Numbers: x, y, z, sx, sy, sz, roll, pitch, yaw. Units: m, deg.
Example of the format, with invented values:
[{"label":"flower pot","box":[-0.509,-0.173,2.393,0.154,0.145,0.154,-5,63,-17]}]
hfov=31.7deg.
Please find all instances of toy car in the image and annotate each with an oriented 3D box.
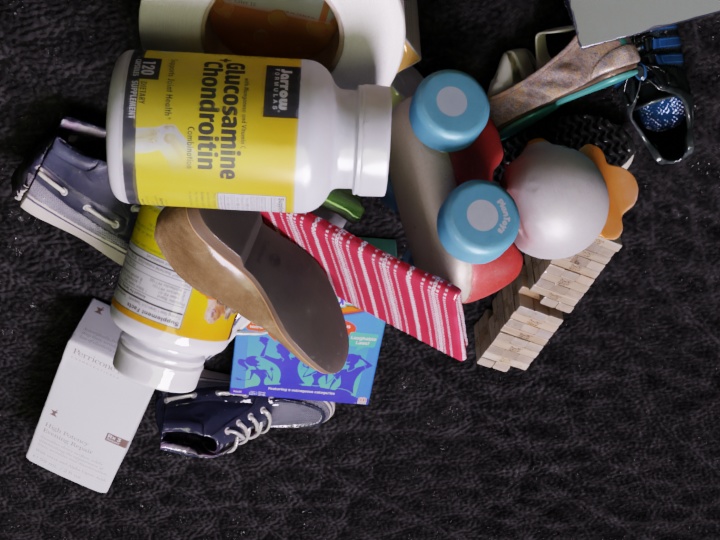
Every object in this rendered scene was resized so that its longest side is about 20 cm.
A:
[{"label":"toy car","box":[0.132,-0.071,1.057,0.199,0.178,0.184,-10,166,-14]}]

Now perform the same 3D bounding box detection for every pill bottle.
[{"label":"pill bottle","box":[-0.151,-0.001,1.102,0.109,0.109,0.201,16,99,-16]},{"label":"pill bottle","box":[-0.079,-0.100,0.924,0.198,0.112,0.112,3,133,-3]}]

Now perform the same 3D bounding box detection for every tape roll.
[{"label":"tape roll","box":[-0.065,-0.184,0.948,0.201,0.037,0.204,0,133,-1]}]

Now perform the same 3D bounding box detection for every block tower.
[{"label":"block tower","box":[0.183,0.017,1.264,0.054,0.058,0.200,17,132,-17]}]

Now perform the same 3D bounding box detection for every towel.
[{"label":"towel","box":[0.000,0.000,1.042,0.199,0.023,0.145,27,163,18]},{"label":"towel","box":[-0.091,-0.095,1.065,0.199,0.149,0.031,27,100,-6]}]

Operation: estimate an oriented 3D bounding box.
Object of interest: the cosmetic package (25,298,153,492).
[{"label":"cosmetic package","box":[-0.275,0.135,1.332,0.101,0.074,0.201,24,130,-5]}]

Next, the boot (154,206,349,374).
[{"label":"boot","box":[-0.086,0.012,1.035,0.075,0.074,0.200,-22,119,38]}]

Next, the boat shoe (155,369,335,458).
[{"label":"boat shoe","box":[-0.126,0.163,1.360,0.199,0.093,0.075,6,133,-7]}]

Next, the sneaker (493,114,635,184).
[{"label":"sneaker","box":[0.155,-0.080,1.174,0.199,0.071,0.093,-22,164,4]}]

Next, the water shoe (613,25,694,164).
[{"label":"water shoe","box":[0.243,-0.177,1.068,0.071,0.079,0.200,-23,129,18]}]

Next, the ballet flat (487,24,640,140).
[{"label":"ballet flat","box":[0.157,-0.166,1.078,0.200,0.068,0.068,-23,90,52]}]

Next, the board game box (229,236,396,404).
[{"label":"board game box","box":[-0.052,0.050,1.291,0.151,0.045,0.201,5,131,-6]}]

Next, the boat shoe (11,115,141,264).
[{"label":"boat shoe","box":[-0.210,-0.063,1.149,0.199,0.075,0.093,24,135,-21]}]

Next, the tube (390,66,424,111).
[{"label":"tube","box":[-0.016,-0.111,1.148,0.052,0.058,0.200,-18,158,-48]}]

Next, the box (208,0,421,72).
[{"label":"box","box":[-0.057,-0.230,0.997,0.124,0.098,0.200,-28,127,23]}]

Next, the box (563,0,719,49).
[{"label":"box","box":[0.233,-0.258,0.909,0.199,0.182,0.105,-14,116,9]}]

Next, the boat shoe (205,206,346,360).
[{"label":"boat shoe","box":[-0.079,0.015,1.187,0.086,0.075,0.202,31,105,-22]}]
